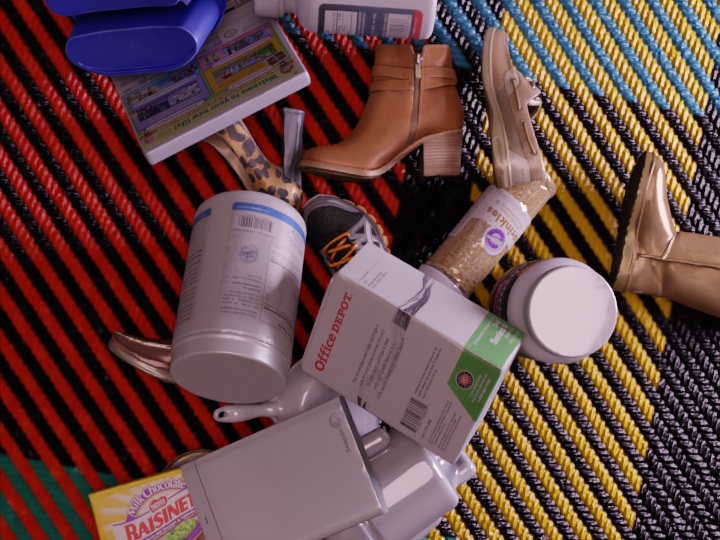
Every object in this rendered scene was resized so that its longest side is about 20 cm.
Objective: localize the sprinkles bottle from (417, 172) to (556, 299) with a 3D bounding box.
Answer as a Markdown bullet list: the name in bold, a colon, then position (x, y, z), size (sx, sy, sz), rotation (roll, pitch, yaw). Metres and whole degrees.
- **sprinkles bottle**: position (0.140, -0.039, 1.369), size (0.068, 0.068, 0.200), rotation (40, 79, -1)

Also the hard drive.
- **hard drive**: position (-0.085, 0.236, 1.295), size (0.198, 0.027, 0.133), rotation (-24, 80, 10)

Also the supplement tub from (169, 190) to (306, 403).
- **supplement tub**: position (-0.131, 0.028, 1.302), size (0.130, 0.132, 0.202), rotation (8, 61, -2)

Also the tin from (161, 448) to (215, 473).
- **tin**: position (-0.152, 0.295, 1.374), size (0.112, 0.042, 0.201), rotation (-39, 90, 1)

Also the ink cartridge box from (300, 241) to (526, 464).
- **ink cartridge box**: position (0.053, 0.085, 1.263), size (0.199, 0.084, 0.147), rotation (31, 128, 11)

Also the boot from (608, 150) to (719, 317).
- **boot**: position (0.402, -0.036, 1.399), size (0.197, 0.066, 0.177), rotation (11, 100, -2)

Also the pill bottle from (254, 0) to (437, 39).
- **pill bottle**: position (-0.016, -0.322, 1.321), size (0.197, 0.120, 0.121), rotation (3, 88, -3)

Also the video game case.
- **video game case**: position (-0.176, -0.225, 1.345), size (0.198, 0.022, 0.183), rotation (-27, 52, -3)

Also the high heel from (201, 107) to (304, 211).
- **high heel**: position (-0.162, -0.119, 1.370), size (0.197, 0.071, 0.145), rotation (3, 89, -6)

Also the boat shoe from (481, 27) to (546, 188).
- **boat shoe**: position (0.175, -0.188, 1.366), size (0.064, 0.071, 0.202), rotation (-7, 69, 9)

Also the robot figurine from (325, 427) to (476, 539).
- **robot figurine**: position (0.031, 0.251, 1.346), size (0.199, 0.113, 0.170), rotation (-34, 118, -4)

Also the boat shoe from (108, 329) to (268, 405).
- **boat shoe**: position (-0.188, 0.100, 1.365), size (0.198, 0.076, 0.073), rotation (20, 84, -11)

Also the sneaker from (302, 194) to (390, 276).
- **sneaker**: position (0.000, 0.000, 1.360), size (0.078, 0.077, 0.201), rotation (-38, 89, 24)

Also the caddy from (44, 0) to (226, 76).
- **caddy**: position (-0.246, -0.298, 1.310), size (0.197, 0.106, 0.142), rotation (-1, 132, 15)

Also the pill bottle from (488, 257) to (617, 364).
- **pill bottle**: position (0.211, 0.044, 1.317), size (0.115, 0.200, 0.118), rotation (0, 88, -3)

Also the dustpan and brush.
- **dustpan and brush**: position (-0.070, 0.154, 1.349), size (0.198, 0.057, 0.142), rotation (-5, 100, -40)

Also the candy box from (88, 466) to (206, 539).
- **candy box**: position (-0.197, 0.272, 1.343), size (0.198, 0.026, 0.103), rotation (-16, 85, -3)

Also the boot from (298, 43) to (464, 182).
- **boot**: position (0.023, -0.183, 1.374), size (0.197, 0.077, 0.157), rotation (-4, 90, -5)
